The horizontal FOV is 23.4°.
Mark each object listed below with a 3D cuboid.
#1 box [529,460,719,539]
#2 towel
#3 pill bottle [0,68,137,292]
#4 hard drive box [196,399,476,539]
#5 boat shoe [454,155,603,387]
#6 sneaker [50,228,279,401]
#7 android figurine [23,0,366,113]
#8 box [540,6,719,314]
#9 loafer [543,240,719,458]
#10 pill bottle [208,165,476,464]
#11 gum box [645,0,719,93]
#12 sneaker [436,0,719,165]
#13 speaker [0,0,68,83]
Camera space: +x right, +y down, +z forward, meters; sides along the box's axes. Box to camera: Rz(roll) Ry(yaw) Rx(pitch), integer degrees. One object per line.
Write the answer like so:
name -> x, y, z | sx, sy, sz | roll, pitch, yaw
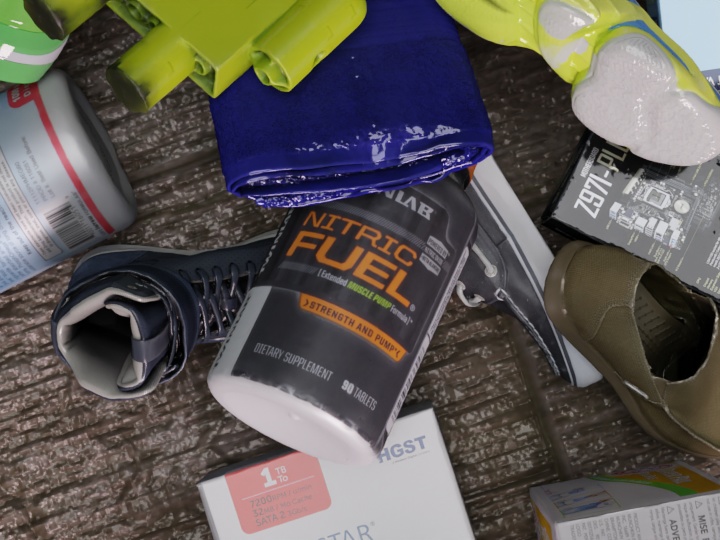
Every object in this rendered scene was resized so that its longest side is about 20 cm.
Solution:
box -> 0.163, 0.179, 1.015 | 0.101, 0.200, 0.113 | -10, 87, 1
towel -> -0.018, -0.131, 0.966 | 0.147, 0.050, 0.201 | -8, 63, -10
pill bottle -> -0.248, -0.034, 1.077 | 0.199, 0.109, 0.109 | -27, 89, 1
hard drive box -> 0.003, 0.200, 1.082 | 0.155, 0.077, 0.201 | -19, 89, 1
boat shoe -> 0.079, -0.008, 1.084 | 0.068, 0.072, 0.201 | -30, 86, 0
sneaker -> -0.087, 0.026, 1.048 | 0.201, 0.146, 0.077 | -5, 103, 3
android figurine -> -0.078, -0.176, 0.930 | 0.182, 0.041, 0.200 | 42, 68, 12
box -> 0.228, -0.083, 1.071 | 0.163, 0.086, 0.201 | 26, 90, 2
loafer -> 0.189, 0.055, 1.042 | 0.200, 0.067, 0.076 | 36, 73, -31
pill bottle -> 0.000, 0.000, 0.994 | 0.106, 0.106, 0.201 | 24, 72, 2
gum box -> 0.246, -0.194, 0.994 | 0.169, 0.045, 0.201 | -8, 97, 1
sneaker -> 0.133, -0.148, 0.962 | 0.200, 0.076, 0.105 | 36, 54, -13
speaker -> -0.183, -0.213, 1.004 | 0.088, 0.088, 0.201 | 27, 111, 2
